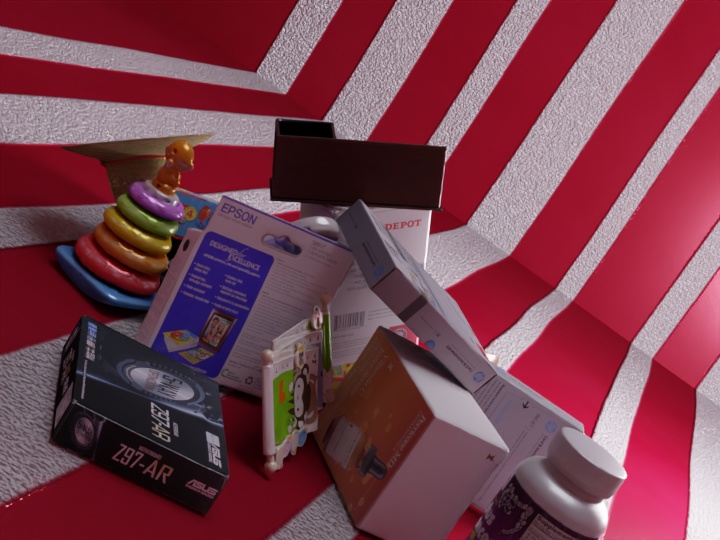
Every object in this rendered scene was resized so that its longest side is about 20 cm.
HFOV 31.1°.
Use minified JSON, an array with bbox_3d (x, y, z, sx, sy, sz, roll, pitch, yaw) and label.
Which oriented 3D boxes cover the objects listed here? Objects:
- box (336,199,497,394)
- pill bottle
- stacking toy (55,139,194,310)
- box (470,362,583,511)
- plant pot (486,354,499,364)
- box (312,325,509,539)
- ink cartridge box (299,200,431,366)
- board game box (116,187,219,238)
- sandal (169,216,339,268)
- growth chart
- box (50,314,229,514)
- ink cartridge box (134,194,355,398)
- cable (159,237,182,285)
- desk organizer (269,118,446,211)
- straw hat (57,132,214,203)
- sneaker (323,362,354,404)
[{"bbox_3d":[0.063,0.028,1.453,0.200,0.041,0.156,44,11,-33],"label":"box"},{"bbox_3d":[0.187,0.267,1.352,0.112,0.201,0.112,32,13,-8],"label":"pill bottle"},{"bbox_3d":[-0.245,-0.062,1.476,0.116,0.201,0.109,37,13,26],"label":"stacking toy"},{"bbox_3d":[0.147,0.198,1.576,0.199,0.157,0.041,33,14,1],"label":"box"},{"bbox_3d":[0.087,0.137,1.731,0.198,0.028,0.200,-3,-11,-1],"label":"plant pot"},{"bbox_3d":[0.048,0.184,1.419,0.106,0.153,0.200,28,13,-27],"label":"box"},{"bbox_3d":[0.000,0.000,1.562,0.144,0.202,0.085,-8,26,-31],"label":"ink cartridge box"},{"bbox_3d":[-0.200,-0.065,1.704,0.194,0.056,0.200,20,2,5],"label":"board game box"},{"bbox_3d":[-0.120,-0.032,1.477,0.083,0.201,0.050,58,22,-63],"label":"sandal"},{"bbox_3d":[-0.066,0.122,1.384,0.018,0.146,0.200,1,17,19],"label":"growth chart"},{"bbox_3d":[-0.207,0.131,1.223,0.159,0.044,0.200,30,13,-18],"label":"box"},{"bbox_3d":[-0.125,0.031,1.430,0.197,0.201,0.043,23,9,-37],"label":"ink cartridge box"},{"bbox_3d":[-0.219,0.009,1.654,0.199,0.051,0.164,29,20,-24],"label":"cable"},{"bbox_3d":[-0.003,-0.122,1.487,0.198,0.078,0.072,3,23,-6],"label":"desk organizer"},{"bbox_3d":[-0.263,-0.115,1.550,0.199,0.086,0.201,-6,6,1],"label":"straw hat"},{"bbox_3d":[-0.014,0.124,1.621,0.199,0.091,0.078,26,17,-18],"label":"sneaker"}]
